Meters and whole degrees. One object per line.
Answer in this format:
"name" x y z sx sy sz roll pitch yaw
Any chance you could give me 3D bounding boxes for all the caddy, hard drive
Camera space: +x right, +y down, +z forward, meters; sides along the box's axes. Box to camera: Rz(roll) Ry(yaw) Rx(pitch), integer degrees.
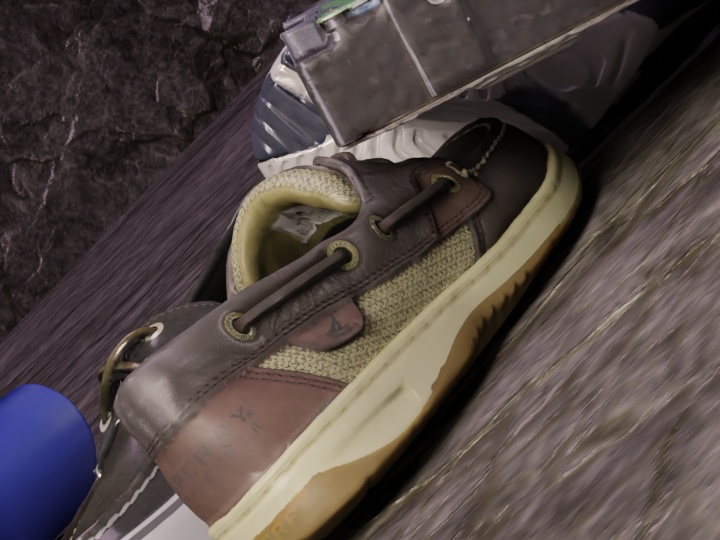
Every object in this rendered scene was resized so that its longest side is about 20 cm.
"caddy" -0.193 0.084 1.095 0.105 0.141 0.200 -43 3 -38
"hard drive" 0.075 -0.095 0.751 0.200 0.038 0.140 -27 6 2

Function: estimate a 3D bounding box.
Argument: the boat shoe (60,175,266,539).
"boat shoe" -0.046 0.036 0.826 0.069 0.057 0.200 -40 7 35

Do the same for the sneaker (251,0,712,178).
"sneaker" 0.054 -0.088 0.889 0.199 0.079 0.130 -43 4 4

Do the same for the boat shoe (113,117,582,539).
"boat shoe" -0.001 0.001 0.717 0.072 0.066 0.201 -41 7 32
